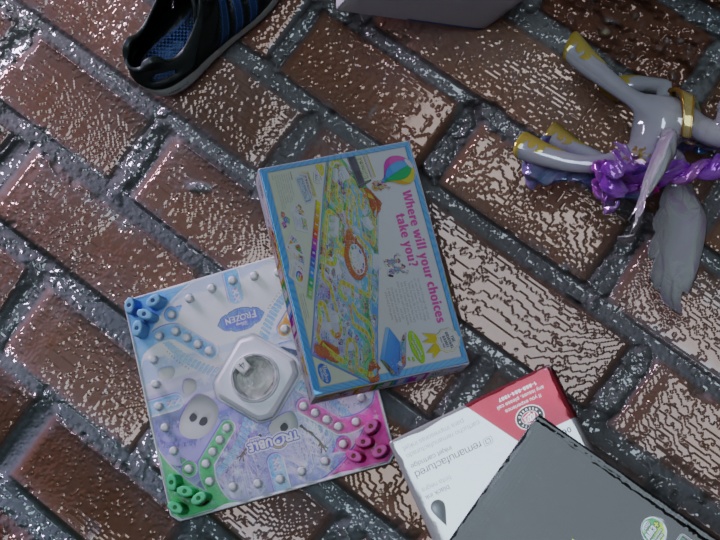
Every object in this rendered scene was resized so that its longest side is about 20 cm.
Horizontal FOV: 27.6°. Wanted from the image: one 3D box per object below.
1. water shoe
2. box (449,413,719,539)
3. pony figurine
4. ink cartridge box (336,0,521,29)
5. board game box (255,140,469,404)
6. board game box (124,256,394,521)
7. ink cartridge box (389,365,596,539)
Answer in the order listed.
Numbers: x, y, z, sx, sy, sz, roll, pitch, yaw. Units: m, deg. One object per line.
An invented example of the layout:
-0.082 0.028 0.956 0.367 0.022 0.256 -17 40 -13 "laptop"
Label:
-0.130 -0.240 1.294 0.071 0.079 0.200 36 86 15 "water shoe"
0.153 0.241 1.075 0.193 0.048 0.200 36 86 11 "box"
0.231 -0.089 1.177 0.200 0.167 0.193 21 74 29 "pony figurine"
0.056 -0.320 1.247 0.144 0.084 0.200 4 77 -22 "ink cartridge box"
0.000 0.000 1.224 0.134 0.034 0.200 -11 76 -11 "board game box"
-0.090 0.091 1.246 0.200 0.026 0.200 -16 76 6 "board game box"
0.131 0.198 1.154 0.147 0.083 0.200 -27 75 4 "ink cartridge box"
